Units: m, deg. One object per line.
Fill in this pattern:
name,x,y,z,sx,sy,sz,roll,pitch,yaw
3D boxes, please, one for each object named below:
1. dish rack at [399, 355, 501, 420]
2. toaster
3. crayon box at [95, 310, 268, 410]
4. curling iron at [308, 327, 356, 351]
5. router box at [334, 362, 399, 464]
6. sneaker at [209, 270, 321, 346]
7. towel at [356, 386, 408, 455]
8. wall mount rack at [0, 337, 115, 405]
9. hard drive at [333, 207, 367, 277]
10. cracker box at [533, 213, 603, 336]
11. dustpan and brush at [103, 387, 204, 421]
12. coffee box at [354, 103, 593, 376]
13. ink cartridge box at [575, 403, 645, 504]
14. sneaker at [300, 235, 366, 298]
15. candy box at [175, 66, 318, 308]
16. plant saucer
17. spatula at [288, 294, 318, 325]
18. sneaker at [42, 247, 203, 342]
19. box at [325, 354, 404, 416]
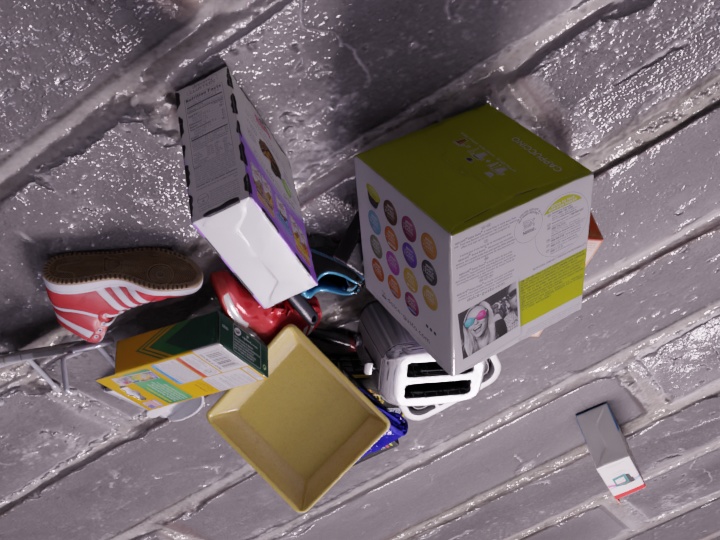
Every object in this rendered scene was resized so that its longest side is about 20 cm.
dish rack,0.108,0.121,1.493,0.170,0.044,0.201,-28,125,4
toaster,0.094,0.113,1.382,0.196,0.130,0.115,-2,122,-14
crayon box,-0.239,0.124,1.327,0.197,0.052,0.126,-17,147,20
curling iron,-0.015,0.099,1.485,0.197,0.026,0.050,12,118,-25
router box,-0.048,0.238,1.531,0.148,0.063,0.200,-26,139,13
sneaker,-0.125,0.041,1.357,0.114,0.079,0.201,-30,147,-1
towel,-0.039,0.260,1.470,0.199,0.050,0.147,-33,136,19
wall mount rack,-0.412,0.138,1.350,0.196,0.076,0.174,-9,-179,13
hard drive,0.068,-0.035,1.287,0.199,0.038,0.141,29,89,-41
cracker box,0.239,-0.025,1.330,0.057,0.135,0.201,2,138,-20
dustpan and brush,-0.267,0.176,1.462,0.199,0.058,0.139,-34,137,21
coffee box,0.129,-0.044,1.149,0.198,0.200,0.200,-23,131,-22
ink cartridge box,0.480,0.352,1.873,0.066,0.117,0.200,-25,141,12
sneaker,0.000,0.000,1.324,0.196,0.083,0.074,-6,138,-14
candy box,-0.126,-0.090,1.079,0.071,0.202,0.168,-23,141,10
plant saucer,-0.084,0.203,1.388,0.200,0.048,0.200,44,108,2
spatula,-0.113,0.008,1.301,0.057,0.020,0.201,-51,124,-18
sneaker,-0.302,0.034,1.274,0.196,0.072,0.114,1,135,-8
box,-0.015,0.199,1.585,0.196,0.050,0.161,2,140,-20
